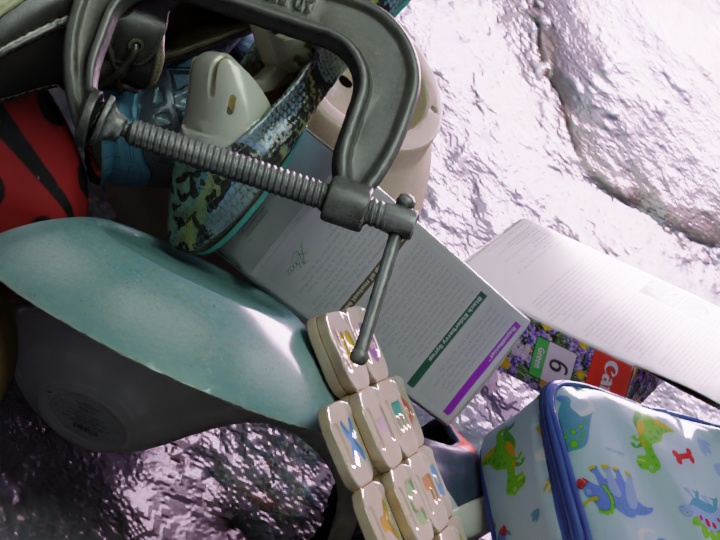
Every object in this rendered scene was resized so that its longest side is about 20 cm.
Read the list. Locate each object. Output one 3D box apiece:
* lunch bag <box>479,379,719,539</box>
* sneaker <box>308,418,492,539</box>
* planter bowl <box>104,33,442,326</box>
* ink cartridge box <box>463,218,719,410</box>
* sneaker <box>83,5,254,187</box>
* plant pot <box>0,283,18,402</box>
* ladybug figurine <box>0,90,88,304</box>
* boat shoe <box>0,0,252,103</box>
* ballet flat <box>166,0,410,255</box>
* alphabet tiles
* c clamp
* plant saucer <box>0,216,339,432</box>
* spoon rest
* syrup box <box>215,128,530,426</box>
[{"bbox_3d":[0.167,0.157,1.173,0.199,0.082,0.162,20,45,-32],"label":"lunch bag"},{"bbox_3d":[0.004,0.127,1.139,0.199,0.075,0.085,-12,69,-58],"label":"sneaker"},{"bbox_3d":[-0.035,-0.080,1.231,0.199,0.135,0.202,25,44,-26],"label":"planter bowl"},{"bbox_3d":[0.155,0.043,1.298,0.199,0.051,0.109,26,33,21],"label":"ink cartridge box"},{"bbox_3d":[-0.096,-0.128,1.151,0.095,0.079,0.202,9,64,-8],"label":"sneaker"},{"bbox_3d":[-0.237,0.046,0.920,0.187,0.186,0.200,51,23,6],"label":"plant pot"},{"bbox_3d":[-0.206,-0.069,1.081,0.200,0.072,0.136,50,46,-23],"label":"ladybug figurine"},{"bbox_3d":[-0.119,-0.123,1.053,0.199,0.073,0.065,-29,75,-29],"label":"boat shoe"},{"bbox_3d":[-0.048,-0.102,1.054,0.074,0.074,0.201,38,70,-10],"label":"ballet flat"},{"bbox_3d":[0.025,0.113,1.025,0.196,0.014,0.202,-3,71,-79],"label":"alphabet tiles"},{"bbox_3d":[-0.056,-0.072,0.995,0.198,0.027,0.172,23,70,2],"label":"c clamp"},{"bbox_3d":[-0.087,0.016,1.010,0.200,0.039,0.201,27,5,-3],"label":"plant saucer"},{"bbox_3d":[-0.086,0.073,1.055,0.199,0.100,0.061,26,54,3],"label":"spoon rest"},{"bbox_3d":[0.000,0.000,1.140,0.079,0.082,0.200,39,-1,43],"label":"syrup box"}]
